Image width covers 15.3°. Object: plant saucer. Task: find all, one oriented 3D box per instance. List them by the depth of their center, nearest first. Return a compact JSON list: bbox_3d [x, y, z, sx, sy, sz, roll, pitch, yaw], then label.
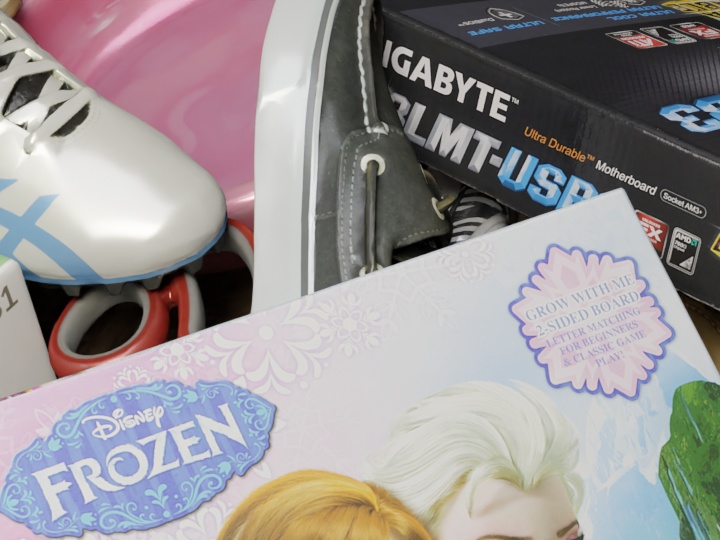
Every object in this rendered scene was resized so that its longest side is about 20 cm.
[{"bbox_3d":[-0.045,-0.068,0.953,0.200,0.051,0.201,-14,41,13],"label":"plant saucer"}]

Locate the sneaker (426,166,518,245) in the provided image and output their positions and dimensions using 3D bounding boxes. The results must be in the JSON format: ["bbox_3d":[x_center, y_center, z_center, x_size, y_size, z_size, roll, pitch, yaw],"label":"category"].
[{"bbox_3d":[-0.012,0.029,0.841,0.114,0.075,0.200,3,46,11],"label":"sneaker"}]

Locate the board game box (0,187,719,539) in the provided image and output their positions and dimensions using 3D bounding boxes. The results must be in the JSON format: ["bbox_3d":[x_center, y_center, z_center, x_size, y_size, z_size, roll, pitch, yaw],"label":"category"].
[{"bbox_3d":[0.021,0.099,0.644,0.199,0.041,0.200,-19,73,-26],"label":"board game box"}]

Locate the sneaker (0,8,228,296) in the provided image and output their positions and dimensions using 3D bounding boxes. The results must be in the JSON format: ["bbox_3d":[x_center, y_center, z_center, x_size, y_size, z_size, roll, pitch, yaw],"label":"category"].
[{"bbox_3d":[-0.128,-0.057,0.838,0.200,0.073,0.072,30,53,20],"label":"sneaker"}]

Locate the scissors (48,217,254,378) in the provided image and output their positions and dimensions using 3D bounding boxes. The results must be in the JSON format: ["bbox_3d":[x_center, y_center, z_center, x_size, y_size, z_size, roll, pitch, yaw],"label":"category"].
[{"bbox_3d":[-0.069,-0.025,0.870,0.073,0.014,0.200,-18,35,3],"label":"scissors"}]

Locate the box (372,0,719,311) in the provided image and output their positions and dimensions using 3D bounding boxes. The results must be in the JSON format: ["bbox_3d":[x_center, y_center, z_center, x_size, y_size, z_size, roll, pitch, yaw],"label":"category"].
[{"bbox_3d":[0.129,-0.040,0.849,0.198,0.050,0.200,28,25,37],"label":"box"}]

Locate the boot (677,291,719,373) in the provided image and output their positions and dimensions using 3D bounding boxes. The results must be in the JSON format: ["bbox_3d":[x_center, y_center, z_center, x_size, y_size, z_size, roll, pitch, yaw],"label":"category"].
[{"bbox_3d":[0.082,0.086,0.760,0.155,0.073,0.200,-13,48,-10],"label":"boot"}]

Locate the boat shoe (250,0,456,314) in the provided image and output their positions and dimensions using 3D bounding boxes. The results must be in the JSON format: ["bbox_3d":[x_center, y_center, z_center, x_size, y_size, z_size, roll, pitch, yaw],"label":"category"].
[{"bbox_3d":[0.000,0.000,0.772,0.056,0.069,0.201,-2,62,7],"label":"boat shoe"}]

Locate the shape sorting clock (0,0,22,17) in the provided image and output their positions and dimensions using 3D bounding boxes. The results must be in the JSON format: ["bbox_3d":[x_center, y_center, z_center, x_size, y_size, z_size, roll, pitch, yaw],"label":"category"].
[{"bbox_3d":[-0.217,-0.067,0.970,0.199,0.039,0.200,-22,14,6],"label":"shape sorting clock"}]

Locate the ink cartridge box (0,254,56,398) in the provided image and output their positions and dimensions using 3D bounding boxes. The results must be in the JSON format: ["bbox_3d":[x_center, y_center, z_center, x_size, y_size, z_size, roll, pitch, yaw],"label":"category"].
[{"bbox_3d":[-0.162,0.033,0.771,0.048,0.201,0.146,23,52,33],"label":"ink cartridge box"}]
